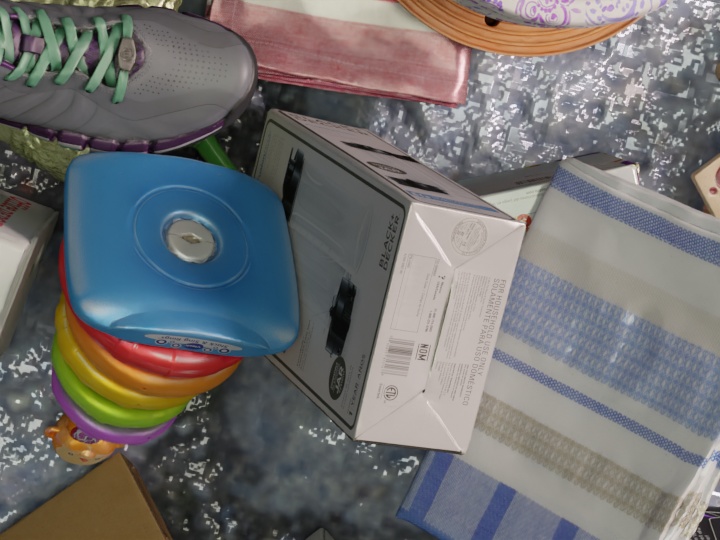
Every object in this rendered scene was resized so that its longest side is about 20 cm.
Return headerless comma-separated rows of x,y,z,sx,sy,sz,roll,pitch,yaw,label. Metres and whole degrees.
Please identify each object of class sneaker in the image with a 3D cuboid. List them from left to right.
-0.151,-0.096,1.020,0.199,0.088,0.075,2,85,4,sneaker

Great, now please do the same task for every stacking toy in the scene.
-0.117,0.043,1.081,0.116,0.110,0.200,9,140,-22,stacking toy

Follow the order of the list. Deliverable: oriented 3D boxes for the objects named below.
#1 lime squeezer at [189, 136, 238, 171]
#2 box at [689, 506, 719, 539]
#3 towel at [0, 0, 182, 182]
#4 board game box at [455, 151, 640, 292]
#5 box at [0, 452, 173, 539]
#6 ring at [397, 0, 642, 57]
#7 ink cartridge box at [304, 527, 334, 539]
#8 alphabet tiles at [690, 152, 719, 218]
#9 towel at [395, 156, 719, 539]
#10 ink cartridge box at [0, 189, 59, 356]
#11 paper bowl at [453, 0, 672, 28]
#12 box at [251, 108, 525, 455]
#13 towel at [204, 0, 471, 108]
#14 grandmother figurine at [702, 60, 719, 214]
-0.124,-0.071,1.128,0.199,0.038,0.071,14,128,-5,lime squeezer
0.157,0.218,1.070,0.106,0.123,0.200,4,142,-23,box
-0.156,-0.157,1.087,0.148,0.036,0.201,24,88,5,towel
0.103,0.049,1.114,0.104,0.103,0.201,-11,97,-2,board game box
-0.171,0.211,1.113,0.200,0.021,0.164,-35,55,2,box
0.086,-0.211,1.109,0.199,0.019,0.202,-1,98,-8,ring
-0.051,0.260,1.143,0.200,0.084,0.146,-40,97,3,ink cartridge box
0.280,-0.019,1.127,0.167,0.008,0.200,-36,115,-9,alphabet tiles
0.112,0.057,1.011,0.147,0.024,0.201,27,93,32,towel
-0.261,-0.019,1.065,0.199,0.145,0.084,20,97,-5,ink cartridge box
0.094,-0.219,1.047,0.200,0.104,0.202,-1,97,-8,paper bowl
0.000,0.000,1.048,0.060,0.200,0.117,9,101,-24,box
-0.001,-0.193,1.119,0.143,0.023,0.201,8,97,-5,towel
0.249,-0.092,1.128,0.121,0.061,0.201,23,98,-14,grandmother figurine
